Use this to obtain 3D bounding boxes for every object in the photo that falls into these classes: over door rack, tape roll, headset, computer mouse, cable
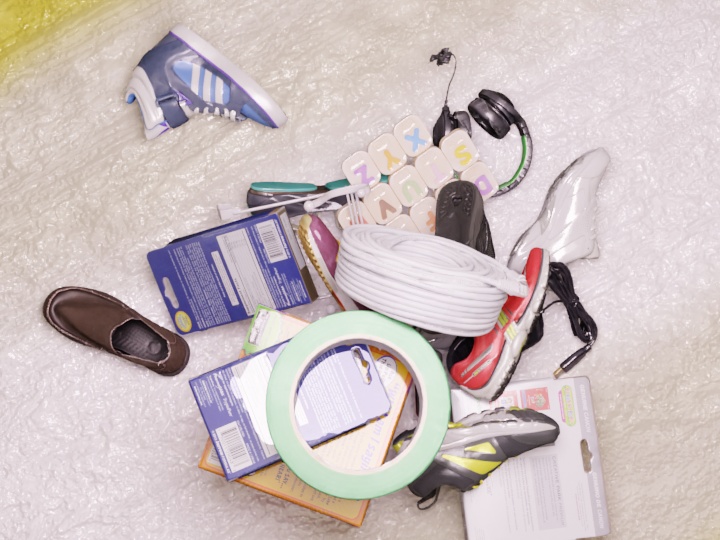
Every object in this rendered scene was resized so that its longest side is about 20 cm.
[{"bbox_3d":[-0.073,-0.019,1.692,0.199,0.067,0.149,-8,107,9],"label":"over door rack"},{"bbox_3d":[-0.003,0.145,1.467,0.199,0.048,0.202,0,81,-2],"label":"tape roll"},{"bbox_3d":[0.146,-0.191,1.749,0.123,0.094,0.201,-27,92,-5],"label":"headset"},{"bbox_3d":[0.202,0.091,1.716,0.200,0.046,0.141,-39,113,-7],"label":"computer mouse"},{"bbox_3d":[0.068,0.007,1.524,0.199,0.200,0.070,8,106,-24],"label":"cable"}]

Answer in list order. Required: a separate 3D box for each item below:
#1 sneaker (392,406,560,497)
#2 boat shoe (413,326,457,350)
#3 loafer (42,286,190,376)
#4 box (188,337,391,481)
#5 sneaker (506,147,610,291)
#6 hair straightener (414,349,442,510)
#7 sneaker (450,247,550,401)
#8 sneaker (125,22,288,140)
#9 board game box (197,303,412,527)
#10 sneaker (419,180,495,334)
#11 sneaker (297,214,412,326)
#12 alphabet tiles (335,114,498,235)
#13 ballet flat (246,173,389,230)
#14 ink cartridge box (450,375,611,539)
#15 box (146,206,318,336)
[{"bbox_3d":[0.140,0.216,1.615,0.198,0.074,0.085,-9,99,3],"label":"sneaker"},{"bbox_3d":[0.079,0.065,1.719,0.198,0.067,0.074,-7,80,-1],"label":"boat shoe"},{"bbox_3d":[-0.309,0.069,1.718,0.199,0.071,0.073,20,81,4],"label":"loafer"},{"bbox_3d":[-0.077,0.140,1.513,0.199,0.032,0.122,-22,81,-4],"label":"box"},{"bbox_3d":[0.273,-0.061,1.744,0.099,0.078,0.201,32,91,-1],"label":"sneaker"},{"bbox_3d":[0.083,0.196,1.691,0.041,0.077,0.202,4,80,-1],"label":"hair straightener"},{"bbox_3d":[0.169,0.055,1.636,0.084,0.077,0.201,25,79,10],"label":"sneaker"},{"bbox_3d":[-0.210,-0.210,1.768,0.200,0.081,0.147,40,91,3],"label":"sneaker"},{"bbox_3d":[-0.058,0.179,1.632,0.199,0.200,0.201,20,80,4],"label":"board game box"},{"bbox_3d":[0.121,0.001,1.676,0.076,0.114,0.201,-1,60,23],"label":"sneaker"},{"bbox_3d":[0.000,0.000,1.636,0.090,0.075,0.201,-33,118,-3],"label":"sneaker"},{"bbox_3d":[0.073,-0.088,1.728,0.199,0.015,0.196,-34,108,-3],"label":"alphabet tiles"},{"bbox_3d":[-0.047,-0.085,1.751,0.198,0.073,0.074,-5,80,-8],"label":"ballet flat"},{"bbox_3d":[0.206,0.239,1.679,0.174,0.084,0.202,-6,81,0],"label":"ink cartridge box"},{"bbox_3d":[-0.161,0.004,1.687,0.199,0.032,0.122,-15,104,24],"label":"box"}]
